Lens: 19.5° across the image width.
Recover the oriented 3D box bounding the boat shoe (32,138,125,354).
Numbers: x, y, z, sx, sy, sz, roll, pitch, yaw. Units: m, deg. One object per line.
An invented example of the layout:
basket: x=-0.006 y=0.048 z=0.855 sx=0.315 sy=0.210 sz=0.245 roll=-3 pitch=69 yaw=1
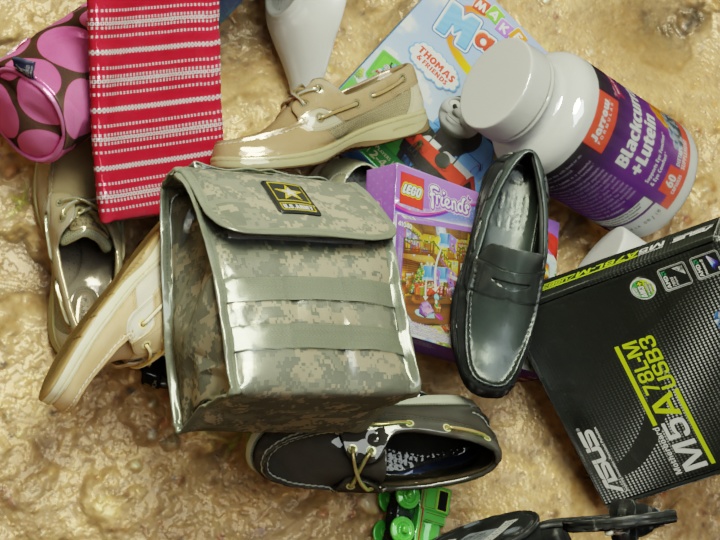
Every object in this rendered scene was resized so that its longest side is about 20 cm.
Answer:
boat shoe: x=-0.216 y=-0.029 z=1.643 sx=0.072 sy=0.065 sz=0.202 roll=2 pitch=75 yaw=-20

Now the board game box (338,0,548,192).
board game box: x=0.072 y=-0.145 z=1.799 sx=0.151 sy=0.037 sz=0.200 roll=43 pitch=65 yaw=-5

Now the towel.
towel: x=-0.155 y=-0.143 z=1.631 sx=0.144 sy=0.022 sz=0.202 roll=-9 pitch=100 yaw=-51

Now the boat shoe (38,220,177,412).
boat shoe: x=-0.164 y=0.036 z=1.578 sx=0.069 sy=0.074 sz=0.200 roll=41 pitch=61 yaw=-9

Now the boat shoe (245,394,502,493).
boat shoe: x=0.013 y=0.138 z=1.627 sx=0.199 sy=0.061 sz=0.072 roll=-6 pitch=118 yaw=-20

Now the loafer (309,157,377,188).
loafer: x=0.000 y=0.000 z=1.714 sx=0.075 sy=0.068 sz=0.202 roll=-9 pitch=79 yaw=-22

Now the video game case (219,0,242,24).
video game case: x=-0.049 y=-0.301 z=1.706 sx=0.045 sy=0.200 sz=0.181 roll=44 pitch=66 yaw=-6

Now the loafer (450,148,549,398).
loafer: x=0.112 y=0.000 z=1.658 sx=0.067 sy=0.070 sz=0.202 roll=11 pitch=71 yaw=-7

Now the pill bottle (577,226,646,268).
pill bottle: x=0.273 y=0.058 z=1.776 sx=0.199 sy=0.114 sz=0.115 roll=36 pitch=66 yaw=-8

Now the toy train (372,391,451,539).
toy train: x=0.043 y=0.197 z=1.694 sx=0.056 sy=0.042 sz=0.202 roll=19 pitch=69 yaw=-26

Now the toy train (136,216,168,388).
toy train: x=-0.160 y=-0.004 z=1.677 sx=0.045 sy=0.034 sz=0.202 roll=4 pitch=74 yaw=-8

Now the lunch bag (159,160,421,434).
lunch bag: x=-0.058 y=0.012 z=1.554 sx=0.163 sy=0.117 sz=0.202 roll=3 pitch=66 yaw=-30

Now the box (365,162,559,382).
box: x=0.083 y=0.005 z=1.717 sx=0.199 sy=0.039 sz=0.138 roll=18 pitch=70 yaw=-41

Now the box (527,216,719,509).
box: x=0.245 y=0.078 z=1.698 sx=0.201 sy=0.192 sz=0.048 roll=62 pitch=24 yaw=-16

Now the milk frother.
milk frother: x=0.161 y=0.279 z=1.614 sx=0.180 sy=0.199 sz=0.189 roll=-25 pitch=96 yaw=-34

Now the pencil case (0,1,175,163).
pencil case: x=-0.207 y=-0.171 z=1.655 sx=0.093 sy=0.091 sz=0.200 roll=36 pitch=46 yaw=13

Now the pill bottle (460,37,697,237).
pill bottle: x=0.181 y=-0.114 z=1.757 sx=0.199 sy=0.111 sz=0.112 roll=27 pitch=66 yaw=-35

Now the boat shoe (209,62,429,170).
boat shoe: x=-0.037 y=-0.122 z=1.689 sx=0.199 sy=0.071 sz=0.065 roll=-17 pitch=100 yaw=-32

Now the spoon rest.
spoon rest: x=-0.057 y=-0.180 z=1.740 sx=0.060 sy=0.099 sz=0.202 roll=24 pitch=82 yaw=-35
